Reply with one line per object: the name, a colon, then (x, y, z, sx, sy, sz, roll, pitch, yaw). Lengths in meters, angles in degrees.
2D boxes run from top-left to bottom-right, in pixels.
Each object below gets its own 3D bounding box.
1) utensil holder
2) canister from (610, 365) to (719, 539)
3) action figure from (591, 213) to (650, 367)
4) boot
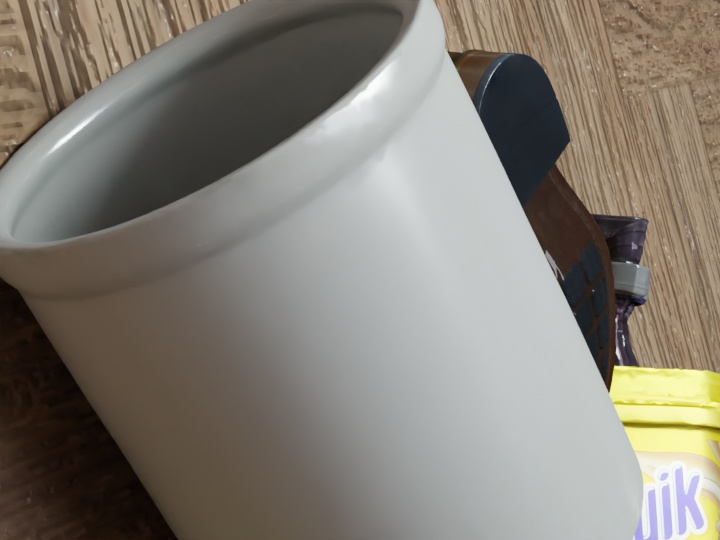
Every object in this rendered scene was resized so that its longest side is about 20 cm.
utensil holder: (-0.010, 0.024, 0.672, 0.201, 0.169, 0.170, 60, 30, -23)
canister: (0.103, 0.150, 0.880, 0.148, 0.087, 0.201, 3, 73, -16)
action figure: (0.139, 0.074, 1.073, 0.130, 0.069, 0.201, 27, 57, -65)
boot: (0.041, -0.006, 0.788, 0.075, 0.097, 0.201, -46, 133, -37)
